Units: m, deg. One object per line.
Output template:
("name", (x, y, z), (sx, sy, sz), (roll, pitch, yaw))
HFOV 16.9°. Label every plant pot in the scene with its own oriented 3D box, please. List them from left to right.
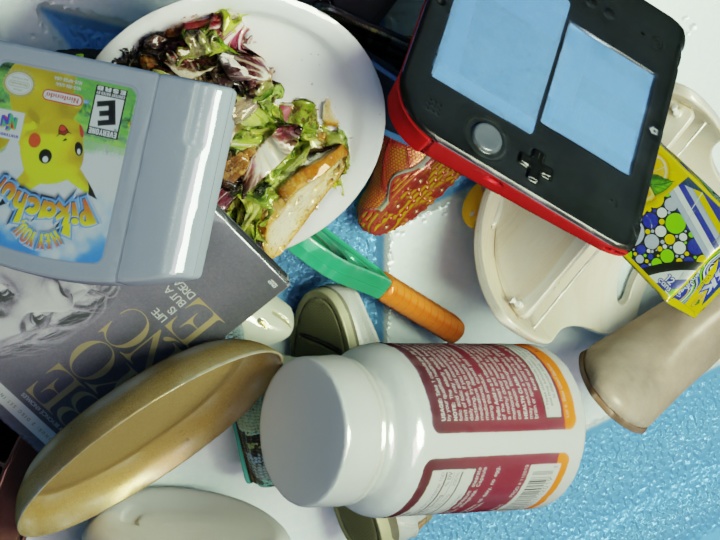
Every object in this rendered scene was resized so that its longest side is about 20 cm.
("plant pot", (-0.138, 0.101, 1.537), (0.200, 0.200, 0.028), (-34, 78, -8))

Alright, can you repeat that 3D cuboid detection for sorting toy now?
("sorting toy", (0.180, -0.033, 1.701), (0.200, 0.107, 0.180), (-50, 138, 5))

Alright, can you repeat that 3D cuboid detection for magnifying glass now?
("magnifying glass", (0.000, 0.000, 1.653), (0.200, 0.080, 0.022), (34, 99, -39))

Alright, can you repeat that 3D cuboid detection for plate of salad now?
("plate of salad", (-0.081, -0.080, 1.501), (0.199, 0.048, 0.201), (-6, 128, -7))

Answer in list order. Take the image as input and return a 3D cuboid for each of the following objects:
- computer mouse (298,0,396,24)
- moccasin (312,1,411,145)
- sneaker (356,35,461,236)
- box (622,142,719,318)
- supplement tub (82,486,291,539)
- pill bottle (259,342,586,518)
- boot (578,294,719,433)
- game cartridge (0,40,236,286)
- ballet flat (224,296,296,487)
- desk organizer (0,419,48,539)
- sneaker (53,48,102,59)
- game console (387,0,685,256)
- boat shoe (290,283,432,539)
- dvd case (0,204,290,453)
("computer mouse", (-0.011, -0.188, 1.587), (0.138, 0.053, 0.201), (31, 95, -27))
("moccasin", (0.047, -0.116, 1.533), (0.199, 0.081, 0.069), (16, 115, 9))
("sneaker", (0.046, -0.114, 1.637), (0.073, 0.077, 0.201), (-7, 130, -56))
("box", (0.164, -0.064, 1.571), (0.070, 0.200, 0.064), (-46, 155, 8))
("supplement tub", (-0.127, 0.263, 1.646), (0.144, 0.145, 0.201), (2, 107, -23))
("pill bottle", (0.040, 0.104, 1.599), (0.199, 0.114, 0.115), (2, 108, -38))
("boot", (0.234, 0.040, 1.706), (0.146, 0.200, 0.070), (-38, 88, 13))
("game cartridge", (-0.178, -0.062, 1.446), (0.199, 0.040, 0.134), (12, 94, 20))
("ballet flat", (-0.068, 0.056, 1.637), (0.074, 0.074, 0.201), (-25, 124, -12))
("desk organizer", (-0.229, 0.087, 1.585), (0.077, 0.072, 0.201), (22, 99, -25))
("sneaker", (-0.131, -0.090, 1.555), (0.199, 0.076, 0.077), (10, 119, -11))
("game console", (0.113, -0.122, 1.500), (0.176, 0.031, 0.201), (27, 52, -10))
("boat shoe", (0.006, 0.096, 1.690), (0.068, 0.075, 0.201), (-26, 116, -33))
("dvd case", (-0.166, 0.018, 1.509), (0.200, 0.016, 0.149), (-38, 115, 14))
